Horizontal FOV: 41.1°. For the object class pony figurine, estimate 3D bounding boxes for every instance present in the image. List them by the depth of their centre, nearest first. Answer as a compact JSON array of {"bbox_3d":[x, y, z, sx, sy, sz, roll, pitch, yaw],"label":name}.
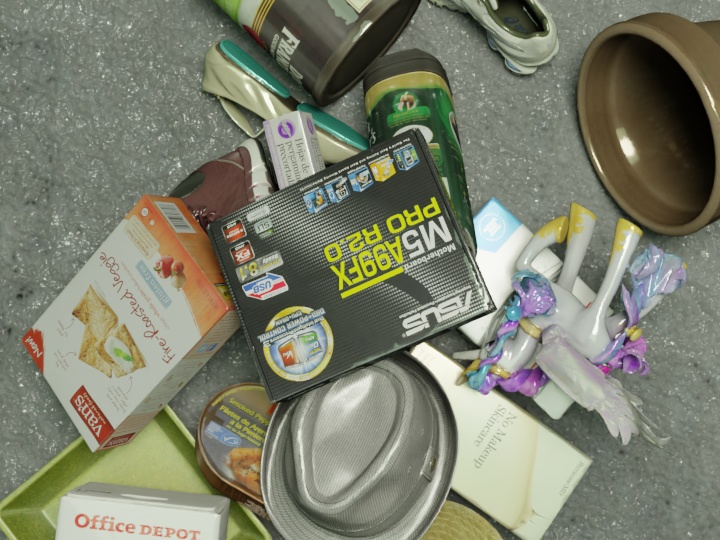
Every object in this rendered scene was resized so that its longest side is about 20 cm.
[{"bbox_3d":[0.194,0.056,0.837,0.192,0.166,0.201,34,91,34],"label":"pony figurine"}]

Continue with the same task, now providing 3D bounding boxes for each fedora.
[{"bbox_3d":[-0.006,0.151,0.830,0.176,0.090,0.201,26,76,17],"label":"fedora"}]

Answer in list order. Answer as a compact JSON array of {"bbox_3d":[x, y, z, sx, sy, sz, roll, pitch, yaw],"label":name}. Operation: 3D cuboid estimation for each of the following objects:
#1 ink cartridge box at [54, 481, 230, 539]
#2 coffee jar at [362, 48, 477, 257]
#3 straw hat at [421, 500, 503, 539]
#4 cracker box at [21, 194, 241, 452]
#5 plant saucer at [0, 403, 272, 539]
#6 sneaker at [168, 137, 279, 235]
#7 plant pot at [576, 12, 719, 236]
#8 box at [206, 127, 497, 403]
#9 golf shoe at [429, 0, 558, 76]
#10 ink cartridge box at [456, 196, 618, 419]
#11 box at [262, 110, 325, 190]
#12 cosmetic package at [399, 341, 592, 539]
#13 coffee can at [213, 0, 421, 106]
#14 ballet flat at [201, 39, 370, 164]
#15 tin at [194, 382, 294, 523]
[{"bbox_3d":[-0.201,0.302,0.868,0.143,0.084,0.202,6,88,1],"label":"ink cartridge box"},{"bbox_3d":[0.053,-0.101,0.892,0.084,0.104,0.202,-11,61,11],"label":"coffee jar"},{"bbox_3d":[0.046,0.311,0.907,0.199,0.085,0.203,5,76,-21],"label":"straw hat"},{"bbox_3d":[-0.204,0.049,0.873,0.200,0.058,0.134,-46,72,19],"label":"cracker box"},{"bbox_3d":[-0.217,0.247,0.937,0.199,0.048,0.200,-39,87,-1],"label":"plant saucer"},{"bbox_3d":[-0.125,-0.031,0.908,0.114,0.076,0.201,-19,48,3],"label":"sneaker"},{"bbox_3d":[0.329,-0.154,0.892,0.173,0.200,0.202,-21,87,-17],"label":"plant pot"},{"bbox_3d":[-0.009,-0.002,0.791,0.198,0.044,0.162,-23,79,10],"label":"box"},{"bbox_3d":[0.118,-0.282,0.935,0.200,0.097,0.078,41,90,4],"label":"golf shoe"},{"bbox_3d":[0.159,0.041,0.931,0.200,0.068,0.116,43,89,2],"label":"ink cartridge box"},{"bbox_3d":[-0.044,-0.046,0.898,0.038,0.041,0.202,-14,90,15],"label":"box"},{"bbox_3d":[0.109,0.161,0.925,0.199,0.073,0.104,34,88,3],"label":"cosmetic package"},{"bbox_3d":[-0.060,-0.279,0.912,0.200,0.146,0.146,44,89,3],"label":"coffee can"},{"bbox_3d":[-0.076,-0.149,0.953,0.199,0.069,0.070,37,88,4],"label":"ballet flat"},{"bbox_3d":[-0.065,0.186,0.917,0.199,0.042,0.112,31,55,1],"label":"tin"}]
